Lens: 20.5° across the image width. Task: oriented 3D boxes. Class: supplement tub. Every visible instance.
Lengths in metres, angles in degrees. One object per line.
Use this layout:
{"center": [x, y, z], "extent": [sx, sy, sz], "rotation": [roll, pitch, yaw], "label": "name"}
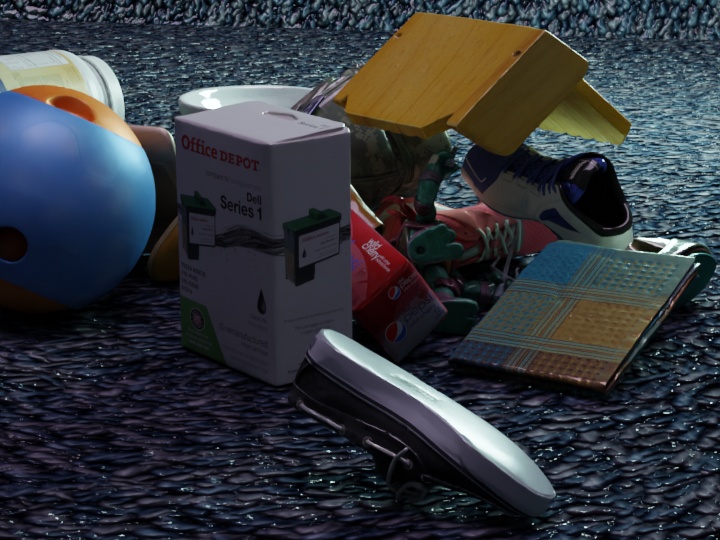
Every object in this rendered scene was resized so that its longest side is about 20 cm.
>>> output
{"center": [-0.392, -0.183, 2.348], "extent": [0.144, 0.145, 0.199], "rotation": [14, 19, 43], "label": "supplement tub"}

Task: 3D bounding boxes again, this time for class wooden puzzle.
{"center": [-0.240, -0.084, 1.922], "extent": [0.184, 0.037, 0.200], "rotation": [5, -30, 15], "label": "wooden puzzle"}

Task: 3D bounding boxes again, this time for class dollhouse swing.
{"center": [0.121, -0.139, 1.877], "extent": [0.182, 0.176, 0.200], "rotation": [-47, 33, -18], "label": "dollhouse swing"}

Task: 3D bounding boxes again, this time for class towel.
{"center": [0.179, 0.038, 1.654], "extent": [0.146, 0.022, 0.200], "rotation": [9, 35, 30], "label": "towel"}

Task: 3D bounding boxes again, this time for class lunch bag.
{"center": [-0.025, -0.113, 2.010], "extent": [0.167, 0.140, 0.200], "rotation": [-24, -8, -29], "label": "lunch bag"}

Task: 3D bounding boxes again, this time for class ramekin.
{"center": [-0.115, -0.156, 2.354], "extent": [0.199, 0.098, 0.201], "rotation": [1, 15, 0], "label": "ramekin"}

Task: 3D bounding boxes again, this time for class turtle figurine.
{"center": [0.078, -0.020, 1.804], "extent": [0.100, 0.150, 0.200], "rotation": [-30, 14, 14], "label": "turtle figurine"}

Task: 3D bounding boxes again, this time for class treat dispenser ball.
{"center": [-0.281, -0.062, 1.758], "extent": [0.200, 0.202, 0.201], "rotation": [1, 14, 0], "label": "treat dispenser ball"}

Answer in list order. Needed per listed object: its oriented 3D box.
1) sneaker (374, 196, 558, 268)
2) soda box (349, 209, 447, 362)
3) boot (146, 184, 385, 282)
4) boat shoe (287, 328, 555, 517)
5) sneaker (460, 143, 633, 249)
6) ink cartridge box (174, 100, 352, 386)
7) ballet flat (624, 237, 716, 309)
{"center": [0.113, -0.029, 1.961], "extent": [0.199, 0.074, 0.087], "rotation": [-5, 27, -4], "label": "sneaker"}
{"center": [0.000, 0.000, 1.707], "extent": [0.063, 0.070, 0.200], "rotation": [-41, 30, -3], "label": "soda box"}
{"center": [-0.087, -0.019, 1.851], "extent": [0.144, 0.201, 0.071], "rotation": [49, -3, 25], "label": "boot"}
{"center": [0.036, 0.118, 1.332], "extent": [0.199, 0.068, 0.074], "rotation": [32, 12, 16], "label": "boat shoe"}
{"center": [0.191, -0.082, 1.889], "extent": [0.199, 0.115, 0.081], "rotation": [39, 66, 24], "label": "sneaker"}
{"center": [-0.079, -0.026, 1.618], "extent": [0.084, 0.201, 0.146], "rotation": [-13, 19, -36], "label": "ink cartridge box"}
{"center": [0.256, 0.007, 1.783], "extent": [0.071, 0.069, 0.200], "rotation": [28, 27, 20], "label": "ballet flat"}
